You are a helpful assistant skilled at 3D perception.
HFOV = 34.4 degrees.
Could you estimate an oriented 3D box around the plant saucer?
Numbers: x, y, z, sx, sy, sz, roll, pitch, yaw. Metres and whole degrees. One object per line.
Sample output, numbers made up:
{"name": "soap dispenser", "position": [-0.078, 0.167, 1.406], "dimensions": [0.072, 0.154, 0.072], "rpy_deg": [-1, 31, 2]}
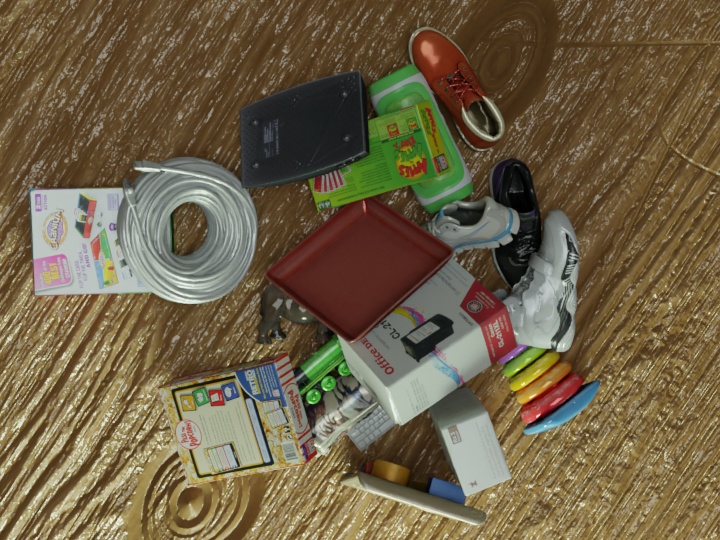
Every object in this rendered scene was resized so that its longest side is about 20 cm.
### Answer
{"name": "plant saucer", "position": [0.000, 0.000, 1.610], "dimensions": [0.200, 0.199, 0.037], "rpy_deg": [-41, 140, -17]}

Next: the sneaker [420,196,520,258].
{"name": "sneaker", "position": [0.118, -0.059, 1.631], "dimensions": [0.198, 0.086, 0.076], "rpy_deg": [-23, 54, 27]}

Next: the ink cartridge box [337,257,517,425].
{"name": "ink cartridge box", "position": [0.088, 0.093, 1.578], "dimensions": [0.199, 0.146, 0.083], "rpy_deg": [-32, 133, -13]}

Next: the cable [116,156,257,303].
{"name": "cable", "position": [-0.241, -0.056, 1.613], "dimensions": [0.198, 0.069, 0.203], "rpy_deg": [-5, 97, -30]}

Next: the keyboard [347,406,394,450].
{"name": "keyboard", "position": [0.062, 0.184, 1.715], "dimensions": [0.199, 0.011, 0.056], "rpy_deg": [-38, 96, 0]}

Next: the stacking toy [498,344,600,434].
{"name": "stacking toy", "position": [0.241, 0.131, 1.688], "dimensions": [0.116, 0.110, 0.201], "rpy_deg": [-34, 85, -16]}

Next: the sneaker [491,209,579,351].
{"name": "sneaker", "position": [0.240, 0.017, 1.622], "dimensions": [0.113, 0.075, 0.203], "rpy_deg": [-2, 100, -10]}

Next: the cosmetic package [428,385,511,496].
{"name": "cosmetic package", "position": [0.149, 0.235, 1.630], "dimensions": [0.073, 0.200, 0.103], "rpy_deg": [-21, 96, -3]}

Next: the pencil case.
{"name": "pencil case", "position": [-0.006, 0.182, 1.670], "dimensions": [0.199, 0.090, 0.078], "rpy_deg": [-38, 125, -1]}

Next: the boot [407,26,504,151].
{"name": "boot", "position": [0.140, -0.261, 1.639], "dimensions": [0.075, 0.107, 0.201], "rpy_deg": [-36, 95, 1]}

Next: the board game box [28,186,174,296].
{"name": "board game box", "position": [-0.365, -0.043, 1.650], "dimensions": [0.197, 0.040, 0.155], "rpy_deg": [-1, 95, -4]}

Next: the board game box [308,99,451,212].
{"name": "board game box", "position": [0.017, -0.158, 1.616], "dimensions": [0.198, 0.048, 0.103], "rpy_deg": [-14, 98, 30]}

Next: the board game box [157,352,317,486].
{"name": "board game box", "position": [-0.175, 0.212, 1.641], "dimensions": [0.198, 0.046, 0.153], "rpy_deg": [-13, 96, 24]}

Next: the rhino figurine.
{"name": "rhino figurine", "position": [-0.053, 0.057, 1.672], "dimensions": [0.197, 0.060, 0.089], "rpy_deg": [-2, 99, -9]}

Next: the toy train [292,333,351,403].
{"name": "toy train", "position": [-0.021, 0.110, 1.650], "dimensions": [0.200, 0.042, 0.057], "rpy_deg": [-40, 116, -6]}

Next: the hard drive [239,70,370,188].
{"name": "hard drive", "position": [-0.076, -0.188, 1.603], "dimensions": [0.198, 0.042, 0.137], "rpy_deg": [-14, 69, 27]}

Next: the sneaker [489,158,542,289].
{"name": "sneaker", "position": [0.226, -0.059, 1.669], "dimensions": [0.075, 0.088, 0.202], "rpy_deg": [-12, 96, -3]}

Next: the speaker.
{"name": "speaker", "position": [0.086, -0.187, 1.651], "dimensions": [0.088, 0.088, 0.202], "rpy_deg": [-26, 96, -2]}

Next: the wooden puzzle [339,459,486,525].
{"name": "wooden puzzle", "position": [0.073, 0.307, 1.634], "dimensions": [0.183, 0.200, 0.047], "rpy_deg": [19, 79, -5]}
